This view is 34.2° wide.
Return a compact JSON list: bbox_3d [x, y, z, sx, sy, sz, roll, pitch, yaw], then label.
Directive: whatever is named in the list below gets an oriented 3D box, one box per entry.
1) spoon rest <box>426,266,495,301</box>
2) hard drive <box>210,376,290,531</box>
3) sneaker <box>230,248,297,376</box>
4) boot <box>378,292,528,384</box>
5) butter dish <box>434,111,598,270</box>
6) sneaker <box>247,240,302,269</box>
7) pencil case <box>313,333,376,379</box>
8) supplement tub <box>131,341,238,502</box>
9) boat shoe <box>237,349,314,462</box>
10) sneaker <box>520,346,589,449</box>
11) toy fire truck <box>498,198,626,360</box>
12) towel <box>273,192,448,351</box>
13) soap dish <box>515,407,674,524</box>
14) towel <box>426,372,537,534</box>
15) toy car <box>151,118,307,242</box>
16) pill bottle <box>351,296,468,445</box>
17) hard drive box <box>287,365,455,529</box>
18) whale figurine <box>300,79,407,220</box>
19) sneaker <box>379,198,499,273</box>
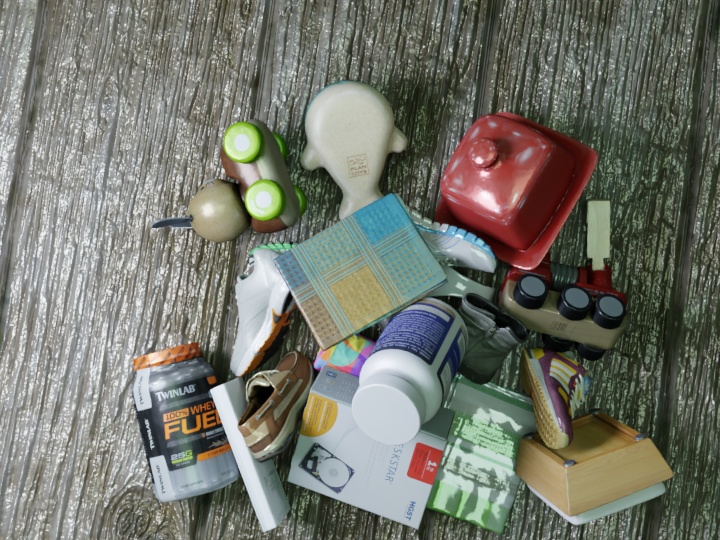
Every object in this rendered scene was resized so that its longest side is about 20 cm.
[{"bbox_3d":[0.101,0.008,1.683,0.197,0.061,0.101,19,86,-1],"label":"spoon rest"},{"bbox_3d":[-0.151,0.251,1.624,0.026,0.132,0.203,-21,88,4],"label":"hard drive"},{"bbox_3d":[-0.145,0.056,1.650,0.092,0.075,0.202,37,115,17],"label":"sneaker"},{"bbox_3d":[0.130,0.070,1.640,0.197,0.131,0.068,27,47,-1],"label":"boot"},{"bbox_3d":[0.194,-0.136,1.623,0.198,0.148,0.202,29,86,36],"label":"butter dish"},{"bbox_3d":[-0.070,0.008,1.658,0.196,0.078,0.087,13,89,13],"label":"sneaker"},{"bbox_3d":[0.026,0.146,1.662,0.198,0.088,0.089,32,86,-2],"label":"pencil case"},{"bbox_3d":[-0.248,0.210,1.629,0.120,0.123,0.204,-15,88,-3],"label":"supplement tub"},{"bbox_3d":[-0.118,0.170,1.601,0.075,0.201,0.074,-33,111,26],"label":"boat shoe"},{"bbox_3d":[0.281,0.168,1.618,0.088,0.201,0.076,-4,123,-4],"label":"sneaker"},{"bbox_3d":[0.296,-0.001,1.674,0.173,0.130,0.202,14,47,-1],"label":"toy fire truck"},{"bbox_3d":[0.000,0.000,1.580,0.198,0.022,0.148,-29,82,-10],"label":"towel"},{"bbox_3d":[0.311,0.262,1.595,0.155,0.200,0.083,-17,100,-10],"label":"soap dish"},{"bbox_3d":[0.171,0.261,1.686,0.147,0.031,0.203,19,87,0],"label":"towel"},{"bbox_3d":[-0.195,-0.106,1.640,0.197,0.164,0.160,-22,88,10],"label":"toy car"},{"bbox_3d":[0.065,0.132,1.544,0.114,0.201,0.118,11,123,17],"label":"pill bottle"},{"bbox_3d":[0.014,0.243,1.617,0.197,0.077,0.158,18,116,6],"label":"hard drive box"},{"bbox_3d":[-0.011,-0.174,1.684,0.156,0.104,0.203,-13,111,-3],"label":"whale figurine"},{"bbox_3d":[0.097,-0.024,1.636,0.197,0.075,0.088,21,73,17],"label":"sneaker"}]
